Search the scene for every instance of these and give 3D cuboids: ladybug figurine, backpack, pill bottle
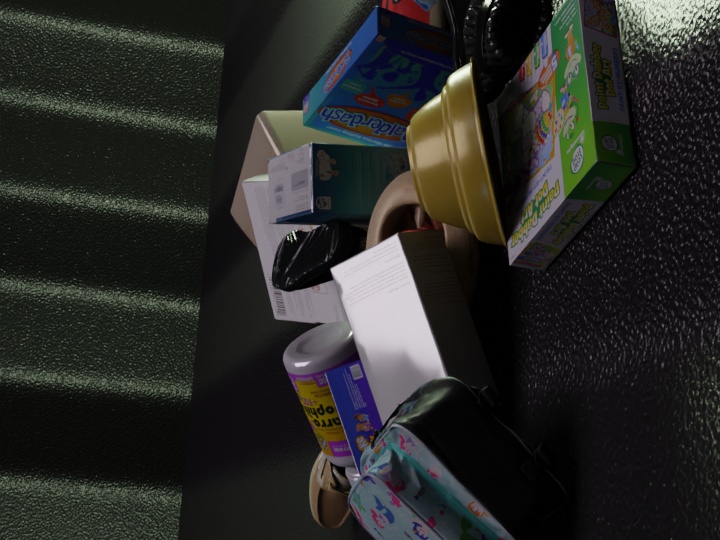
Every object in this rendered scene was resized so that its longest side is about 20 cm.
[{"bbox_3d":[0.076,-0.012,1.452,0.072,0.135,0.201,-1,-87,-60],"label":"ladybug figurine"},{"bbox_3d":[0.080,0.209,1.220,0.151,0.178,0.200,-44,-4,-19],"label":"backpack"},{"bbox_3d":[0.067,-0.333,1.727,0.136,0.072,0.201,150,126,-72],"label":"ladybug figurine"},{"bbox_3d":[-0.014,0.171,1.603,0.104,0.104,0.201,-129,15,-70],"label":"pill bottle"}]

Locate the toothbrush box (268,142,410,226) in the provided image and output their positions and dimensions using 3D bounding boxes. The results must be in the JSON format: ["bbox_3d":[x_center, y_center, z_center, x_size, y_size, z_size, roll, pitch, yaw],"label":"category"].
[{"bbox_3d":[0.005,-0.100,1.559,0.146,0.199,0.086,172,97,-64],"label":"toothbrush box"}]

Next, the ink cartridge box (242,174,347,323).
[{"bbox_3d":[-0.071,-0.028,1.717,0.176,0.045,0.201,5,113,49],"label":"ink cartridge box"}]

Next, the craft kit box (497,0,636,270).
[{"bbox_3d":[0.191,-0.132,1.235,0.200,0.048,0.198,122,149,-57],"label":"craft kit box"}]

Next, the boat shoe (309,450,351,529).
[{"bbox_3d":[-0.024,0.273,1.772,0.066,0.074,0.201,-109,30,-69],"label":"boat shoe"}]

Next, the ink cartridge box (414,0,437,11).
[{"bbox_3d":[0.081,-0.414,1.607,0.136,0.076,0.200,-46,23,10],"label":"ink cartridge box"}]

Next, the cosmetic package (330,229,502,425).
[{"bbox_3d":[0.057,0.069,1.357,0.107,0.085,0.201,-25,79,37],"label":"cosmetic package"}]

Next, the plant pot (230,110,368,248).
[{"bbox_3d":[-0.051,-0.095,1.845,0.200,0.199,0.177,111,145,-41],"label":"plant pot"}]

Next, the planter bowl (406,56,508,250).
[{"bbox_3d":[0.096,-0.112,1.326,0.200,0.083,0.201,-11,-90,-81],"label":"planter bowl"}]

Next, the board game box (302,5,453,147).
[{"bbox_3d":[0.039,-0.223,1.562,0.200,0.151,0.045,-44,39,51],"label":"board game box"}]

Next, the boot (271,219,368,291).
[{"bbox_3d":[0.000,0.000,1.589,0.200,0.168,0.077,-21,56,58],"label":"boot"}]

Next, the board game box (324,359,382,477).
[{"bbox_3d":[0.019,0.218,1.428,0.135,0.045,0.201,76,174,-60],"label":"board game box"}]

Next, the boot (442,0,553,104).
[{"bbox_3d":[0.147,-0.296,1.396,0.158,0.079,0.212,129,136,-75],"label":"boot"}]
